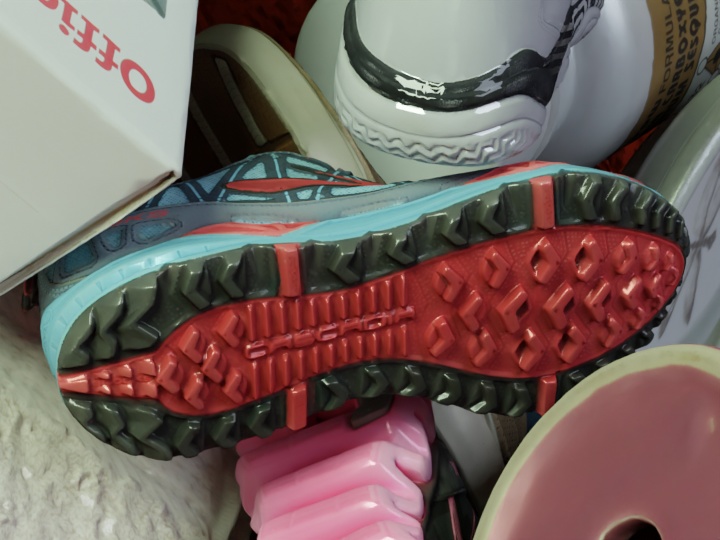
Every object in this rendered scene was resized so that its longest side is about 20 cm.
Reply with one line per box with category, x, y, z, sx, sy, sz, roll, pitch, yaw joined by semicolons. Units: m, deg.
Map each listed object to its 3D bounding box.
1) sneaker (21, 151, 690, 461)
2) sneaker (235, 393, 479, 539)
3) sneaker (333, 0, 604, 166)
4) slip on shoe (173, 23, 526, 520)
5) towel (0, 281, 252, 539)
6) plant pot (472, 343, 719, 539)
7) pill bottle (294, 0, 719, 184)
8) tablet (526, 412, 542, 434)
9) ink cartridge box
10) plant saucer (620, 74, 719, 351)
sneaker;0.000;-0.009;0.680;0.200;0.079;0.096;-5;33;-22
sneaker;0.003;0.110;0.671;0.095;0.079;0.200;61;24;-27
sneaker;0.041;-0.120;0.696;0.200;0.075;0.115;-69;168;-60
slip on shoe;0.000;0.000;0.779;0.061;0.076;0.200;-48;115;-42
towel;-0.103;0.037;0.678;0.200;0.034;0.133;38;48;-33
plant pot;0.133;0.111;0.653;0.179;0.200;0.200;26;56;-34
pill bottle;0.067;-0.093;0.867;0.200;0.114;0.114;-32;99;-50
tablet;0.108;0.091;0.918;0.200;0.014;0.130;51;43;-21
ink cartridge box;-0.119;-0.112;0.647;0.145;0.087;0.200;41;34;-31
plant saucer;0.132;-0.006;0.889;0.200;0.050;0.200;-39;142;-38
